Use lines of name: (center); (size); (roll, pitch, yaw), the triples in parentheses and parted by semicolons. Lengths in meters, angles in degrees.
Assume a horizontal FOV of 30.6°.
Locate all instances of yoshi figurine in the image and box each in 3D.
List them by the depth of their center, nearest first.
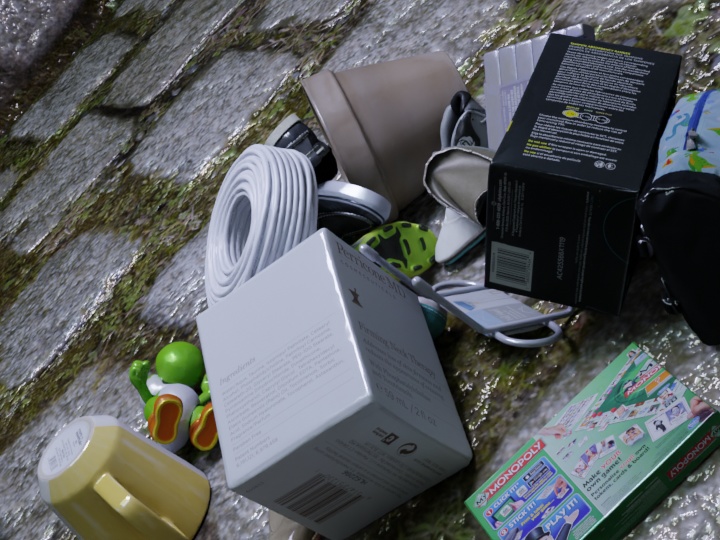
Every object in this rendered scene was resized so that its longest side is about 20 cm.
yoshi figurine: (-0.214, 0.138, 1.557); (0.112, 0.113, 0.200); (-29, 17, -11)

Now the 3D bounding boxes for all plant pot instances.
plant pot: (0.046, -0.170, 1.562); (0.173, 0.201, 0.200); (-25, 29, 1)

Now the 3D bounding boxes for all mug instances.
mug: (-0.255, 0.233, 1.425); (0.186, 0.153, 0.150); (-19, 36, 39)

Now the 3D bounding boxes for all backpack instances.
backpack: (0.308, -0.068, 1.099); (0.153, 0.164, 0.200); (-21, 28, 21)

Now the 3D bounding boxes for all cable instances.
cable: (-0.108, -0.032, 1.386); (0.200, 0.069, 0.201); (-18, 62, 63)

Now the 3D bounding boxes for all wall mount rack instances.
wall mount rack: (0.102, 0.015, 1.253); (0.173, 0.075, 0.200); (-8, 18, -23)

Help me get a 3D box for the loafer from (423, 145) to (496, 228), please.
loafer: (0.134, -0.079, 1.320); (0.199, 0.069, 0.076); (25, 102, 39)

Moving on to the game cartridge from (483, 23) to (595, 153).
game cartridge: (0.189, -0.139, 1.346); (0.129, 0.038, 0.202); (-12, 78, 44)

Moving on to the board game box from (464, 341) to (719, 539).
board game box: (0.187, 0.160, 1.064); (0.200, 0.029, 0.135); (-44, 27, 2)

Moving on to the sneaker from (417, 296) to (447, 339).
sneaker: (0.007, 0.087, 1.373); (0.199, 0.071, 0.080); (-21, 47, 38)

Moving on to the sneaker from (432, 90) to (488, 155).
sneaker: (0.161, -0.172, 1.457); (0.200, 0.116, 0.075); (-45, 28, 0)

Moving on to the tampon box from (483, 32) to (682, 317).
tampon box: (0.198, -0.088, 1.170); (0.125, 0.151, 0.200); (13, 45, 16)

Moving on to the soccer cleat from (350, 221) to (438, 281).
soccer cleat: (-0.001, -0.001, 1.430); (0.199, 0.065, 0.084); (-24, -3, -34)

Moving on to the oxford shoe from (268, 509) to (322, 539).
oxford shoe: (-0.076, 0.208, 1.300); (0.070, 0.075, 0.201); (-33, 30, 20)

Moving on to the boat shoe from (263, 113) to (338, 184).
boat shoe: (-0.060, -0.118, 1.521); (0.072, 0.067, 0.200); (-52, -10, -3)

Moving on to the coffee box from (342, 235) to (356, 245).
coffee box: (-0.074, -0.022, 1.541); (0.122, 0.044, 0.200); (-29, 28, -6)

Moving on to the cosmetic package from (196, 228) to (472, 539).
cosmetic package: (-0.028, 0.108, 1.222); (0.166, 0.167, 0.201); (-34, 48, 20)

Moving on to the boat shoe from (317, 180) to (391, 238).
boat shoe: (-0.049, -0.052, 1.469); (0.199, 0.072, 0.071); (-1, 60, 45)

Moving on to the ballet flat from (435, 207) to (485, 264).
ballet flat: (0.144, -0.092, 1.423); (0.200, 0.069, 0.070); (-40, 28, 8)
